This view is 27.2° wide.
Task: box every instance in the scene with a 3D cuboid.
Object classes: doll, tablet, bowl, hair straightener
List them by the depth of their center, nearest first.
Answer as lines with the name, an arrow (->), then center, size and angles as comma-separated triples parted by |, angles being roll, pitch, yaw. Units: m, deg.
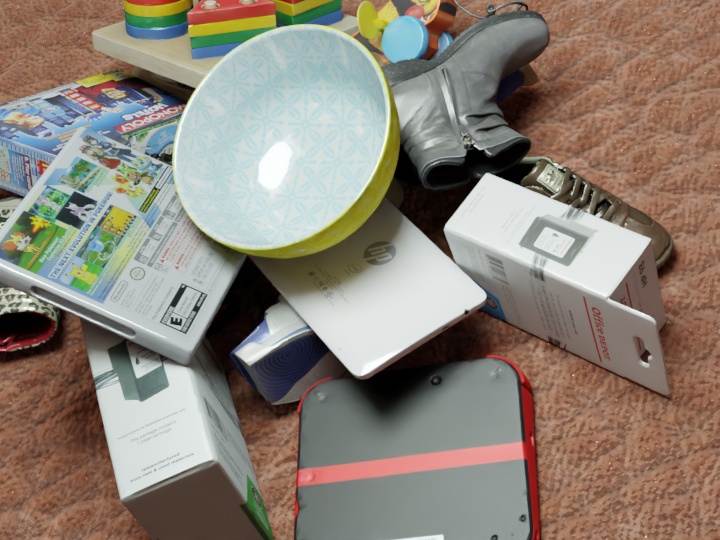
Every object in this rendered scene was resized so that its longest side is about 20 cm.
tablet -> 0.000, 0.000, 1.250 | 0.130, 0.014, 0.200 | -31, 48, -15
bowl -> -0.046, -0.093, 1.250 | 0.200, 0.108, 0.201 | -9, 67, 22
hair straightener -> -0.122, 0.018, 1.353 | 0.200, 0.041, 0.077 | -40, 52, -12
doll -> 0.075, -0.128, 1.380 | 0.200, 0.048, 0.136 | -45, 34, -12

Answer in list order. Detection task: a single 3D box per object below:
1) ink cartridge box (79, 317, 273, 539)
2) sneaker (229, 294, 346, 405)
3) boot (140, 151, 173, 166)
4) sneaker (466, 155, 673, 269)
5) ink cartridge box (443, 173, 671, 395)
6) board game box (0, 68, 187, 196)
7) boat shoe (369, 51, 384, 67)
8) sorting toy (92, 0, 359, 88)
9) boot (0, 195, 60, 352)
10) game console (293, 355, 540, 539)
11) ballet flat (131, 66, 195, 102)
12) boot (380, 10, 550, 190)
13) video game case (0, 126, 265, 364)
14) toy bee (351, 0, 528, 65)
ink cartridge box -> -0.151, 0.126, 1.217 | 0.083, 0.147, 0.200 | -23, 49, 2
sneaker -> -0.038, 0.023, 1.303 | 0.199, 0.081, 0.115 | -36, 47, -17
boot -> -0.163, -0.098, 1.332 | 0.200, 0.138, 0.077 | -55, 21, 7
sneaker -> 0.171, -0.054, 1.277 | 0.200, 0.076, 0.071 | 21, 64, 32
ink cartridge box -> 0.175, 0.011, 1.203 | 0.200, 0.116, 0.067 | 26, 66, 32
board game box -> -0.261, -0.119, 1.458 | 0.200, 0.062, 0.200 | -24, 38, -34
boat shoe -> -0.026, -0.161, 1.386 | 0.071, 0.065, 0.200 | -22, 13, -20
sorting toy -> -0.133, -0.257, 1.478 | 0.200, 0.070, 0.199 | 24, 39, 39
boot -> -0.368, 0.006, 1.426 | 0.203, 0.074, 0.154 | -9, 47, 9
game console -> 0.042, 0.158, 1.203 | 0.199, 0.031, 0.177 | -9, 57, 14
ballet flat -> -0.164, -0.202, 1.517 | 0.200, 0.070, 0.070 | 22, 65, 32
boot -> 0.109, -0.142, 1.291 | 0.200, 0.070, 0.132 | -29, 56, -17
video game case -> -0.189, -0.026, 1.226 | 0.182, 0.022, 0.200 | 24, 40, -1
toy bee -> 0.054, -0.241, 1.425 | 0.200, 0.131, 0.109 | -22, 73, 8
